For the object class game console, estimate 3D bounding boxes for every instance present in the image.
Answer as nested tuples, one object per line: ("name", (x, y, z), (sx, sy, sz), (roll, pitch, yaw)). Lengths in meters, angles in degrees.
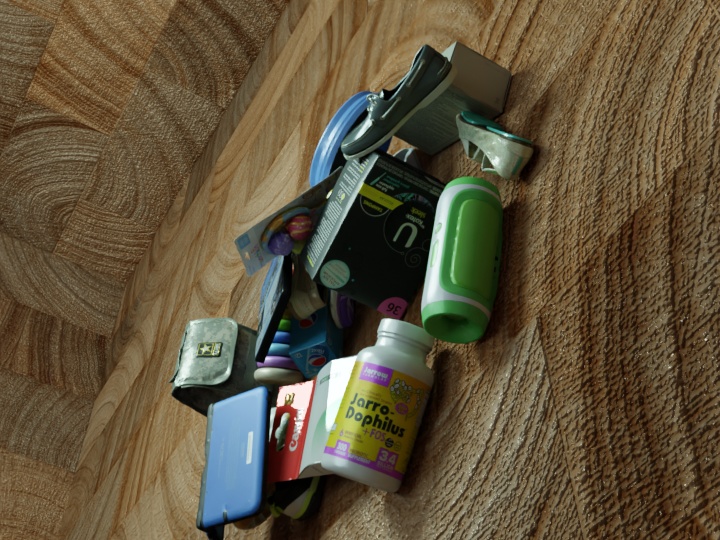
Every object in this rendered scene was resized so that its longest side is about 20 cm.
("game console", (-0.176, 0.302, 1.436), (0.170, 0.118, 0.201), (-22, 49, 27))

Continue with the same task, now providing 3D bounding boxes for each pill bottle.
("pill bottle", (0.029, 0.166, 1.194), (0.104, 0.104, 0.201), (-13, 55, 66))

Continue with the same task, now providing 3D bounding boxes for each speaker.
("speaker", (0.126, -0.015, 1.177), (0.088, 0.088, 0.201), (-39, 33, 52))

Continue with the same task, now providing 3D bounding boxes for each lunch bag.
("lunch bag", (-0.235, 0.181, 1.711), (0.118, 0.199, 0.164), (-51, 24, 36))

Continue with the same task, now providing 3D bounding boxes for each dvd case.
("dvd case", (-0.137, 0.034, 1.541), (0.200, 0.017, 0.143), (-93, 23, -57))

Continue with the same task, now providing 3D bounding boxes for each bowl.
("bowl", (-0.012, -0.195, 1.535), (0.201, 0.039, 0.201), (-50, -20, -26))

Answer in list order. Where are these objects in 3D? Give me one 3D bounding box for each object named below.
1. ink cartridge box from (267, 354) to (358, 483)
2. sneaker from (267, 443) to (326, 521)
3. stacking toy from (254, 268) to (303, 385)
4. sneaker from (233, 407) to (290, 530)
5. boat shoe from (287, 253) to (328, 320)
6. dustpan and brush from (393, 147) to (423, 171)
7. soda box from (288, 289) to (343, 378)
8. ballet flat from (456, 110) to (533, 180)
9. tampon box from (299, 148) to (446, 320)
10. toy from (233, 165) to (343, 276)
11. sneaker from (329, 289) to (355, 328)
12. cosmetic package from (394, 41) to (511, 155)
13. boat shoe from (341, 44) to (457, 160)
("ink cartridge box", (-0.061, 0.208, 1.348), (0.199, 0.050, 0.162), (-14, 50, 30))
("sneaker", (-0.091, 0.270, 1.415), (0.072, 0.083, 0.201), (-44, 29, 45))
("stacking toy", (-0.134, 0.095, 1.659), (0.085, 0.085, 0.201), (157, 120, -62))
("sneaker", (-0.162, 0.312, 1.525), (0.087, 0.076, 0.201), (9, 63, 36))
("boat shoe", (-0.072, -0.005, 1.551), (0.065, 0.072, 0.200), (-22, 35, 24))
("dustpan and brush", (0.022, -0.110, 1.589), (0.200, 0.057, 0.140), (-57, 21, 22))
("soda box", (-0.071, 0.078, 1.575), (0.068, 0.064, 0.200), (-21, 36, 15))
("ballet flat", (0.167, -0.167, 1.283), (0.200, 0.067, 0.063), (-123, 49, -67))
("tampon box", (0.027, -0.060, 1.388), (0.201, 0.149, 0.126), (-62, 19, 11))
("toy", (-0.090, -0.062, 1.457), (0.200, 0.047, 0.115), (-38, -26, -14))
("sneaker", (0.000, 0.000, 1.512), (0.081, 0.083, 0.201), (-66, -10, -75))
("cosmetic package", (0.124, -0.252, 1.431), (0.200, 0.103, 0.073), (-24, 44, 60))
("boat shoe", (0.040, -0.231, 1.318), (0.200, 0.062, 0.073), (-37, 26, 22))
